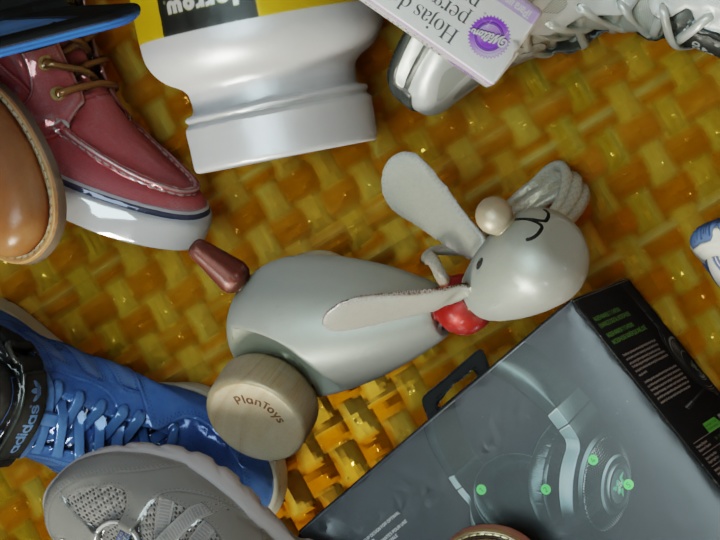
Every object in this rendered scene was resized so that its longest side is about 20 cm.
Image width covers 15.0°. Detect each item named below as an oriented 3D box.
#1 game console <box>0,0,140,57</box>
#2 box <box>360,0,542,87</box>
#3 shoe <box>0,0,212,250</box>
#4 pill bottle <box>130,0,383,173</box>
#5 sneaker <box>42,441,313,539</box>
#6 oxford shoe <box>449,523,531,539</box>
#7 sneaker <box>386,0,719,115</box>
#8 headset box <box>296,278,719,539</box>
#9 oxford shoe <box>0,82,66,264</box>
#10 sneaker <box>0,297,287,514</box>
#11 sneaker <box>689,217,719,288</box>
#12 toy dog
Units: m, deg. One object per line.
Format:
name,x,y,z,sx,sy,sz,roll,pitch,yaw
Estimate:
game console,-0.221,-0.130,1.180,0.171,0.200,0.118,65,156,19
box,-0.016,-0.149,1.151,0.200,0.041,0.039,35,92,-3
shoe,-0.145,-0.091,1.290,0.200,0.071,0.091,30,111,20
pill bottle,-0.052,-0.149,1.227,0.112,0.112,0.201,-11,92,21
sneaker,-0.071,0.137,1.199,0.200,0.082,0.075,22,125,32
oxford shoe,0.070,0.206,1.141,0.071,0.074,0.200,-16,91,24
sneaker,0.110,-0.114,1.189,0.200,0.076,0.115,-43,79,17
headset box,0.096,0.126,1.211,0.174,0.093,0.200,-43,80,20
oxford shoe,-0.214,-0.075,1.256,0.200,0.071,0.071,46,114,18
sneaker,-0.138,0.074,1.285,0.200,0.111,0.077,29,105,15
sneaker,0.201,0.003,1.118,0.075,0.200,0.088,-23,91,-18
toy dog,0.000,0.000,1.203,0.200,0.132,0.096,-34,113,21
